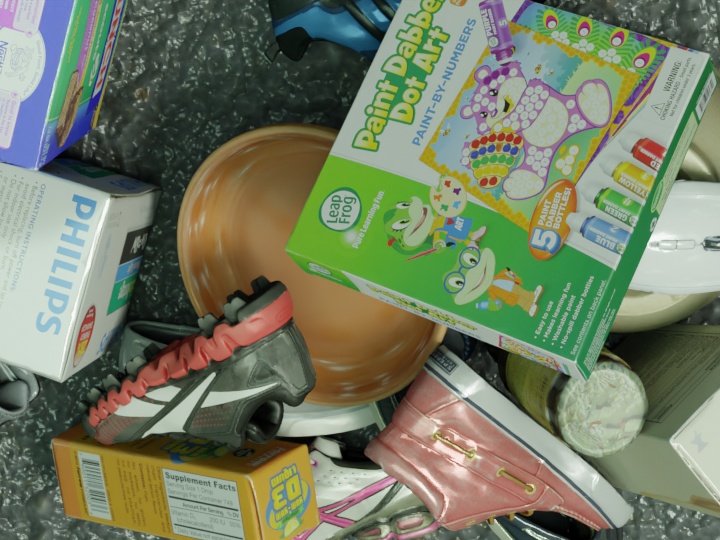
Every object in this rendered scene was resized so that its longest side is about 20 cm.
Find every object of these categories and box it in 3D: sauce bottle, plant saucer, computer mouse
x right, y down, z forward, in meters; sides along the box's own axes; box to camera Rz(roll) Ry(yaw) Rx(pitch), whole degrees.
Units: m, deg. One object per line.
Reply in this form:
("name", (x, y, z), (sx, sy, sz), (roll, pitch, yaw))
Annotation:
("sauce bottle", (0.126, 0.065, 1.114), (0.064, 0.200, 0.065), (-3, 103, -12))
("plant saucer", (-0.028, -0.006, 1.129), (0.199, 0.037, 0.202), (11, 118, 21))
("computer mouse", (0.201, -0.017, 1.018), (0.198, 0.044, 0.111), (2, 107, 5))

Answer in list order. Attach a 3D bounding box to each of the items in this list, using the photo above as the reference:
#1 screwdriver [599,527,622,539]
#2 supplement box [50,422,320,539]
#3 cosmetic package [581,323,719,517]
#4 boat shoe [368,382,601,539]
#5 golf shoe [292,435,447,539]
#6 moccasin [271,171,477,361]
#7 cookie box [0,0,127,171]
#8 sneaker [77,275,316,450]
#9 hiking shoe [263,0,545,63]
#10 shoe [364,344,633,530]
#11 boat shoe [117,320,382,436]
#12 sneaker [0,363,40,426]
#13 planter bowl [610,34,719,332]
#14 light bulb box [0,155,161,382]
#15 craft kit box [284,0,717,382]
("screwdriver", (0.170, 0.119, 1.225), (0.028, 0.029, 0.202), (-5, 98, 9))
("supplement box", (-0.125, 0.148, 1.196), (0.199, 0.066, 0.069), (7, 111, 36))
("cosmetic package", (0.213, 0.093, 1.102), (0.105, 0.200, 0.071), (-42, 100, -10))
("boat shoe", (0.088, 0.134, 1.196), (0.200, 0.075, 0.062), (48, 147, -10))
("golf shoe", (-0.035, 0.166, 1.236), (0.198, 0.073, 0.093), (-15, 99, 1))
("moccasin", (0.000, 0.000, 1.178), (0.200, 0.068, 0.080), (43, 107, -7))
("cookie box", (-0.199, -0.166, 1.074), (0.075, 0.200, 0.173), (15, 102, -2))
("sneaker", (-0.108, 0.086, 1.146), (0.200, 0.071, 0.098), (-29, 97, 32))
("hiking shoe", (0.032, -0.179, 1.125), (0.198, 0.074, 0.087), (4, 114, 16))
("shoe", (0.092, 0.138, 1.128), (0.200, 0.071, 0.091), (39, 91, -30))
("boat shoe", (-0.078, 0.070, 1.215), (0.198, 0.072, 0.069), (8, 111, 15))
("sneaker", (-0.288, 0.125, 1.234), (0.113, 0.075, 0.202), (-4, 104, 30))
("planter bowl", (0.172, -0.045, 1.106), (0.198, 0.135, 0.202), (2, 106, 6))
("light bulb box", (-0.255, -0.024, 1.125), (0.198, 0.198, 0.126), (17, 95, 1))
("craft kit box", (0.083, -0.063, 1.008), (0.196, 0.049, 0.201), (20, 79, 26))
